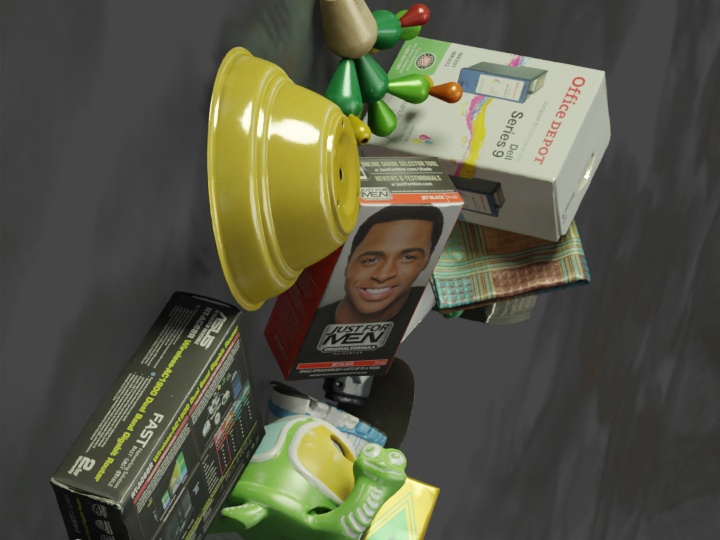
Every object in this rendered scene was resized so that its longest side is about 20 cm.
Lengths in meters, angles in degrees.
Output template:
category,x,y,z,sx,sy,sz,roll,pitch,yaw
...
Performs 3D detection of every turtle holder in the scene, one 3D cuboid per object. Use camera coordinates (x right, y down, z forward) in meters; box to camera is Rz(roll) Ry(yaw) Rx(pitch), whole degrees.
category,x,y,z,sx,sy,sz,roll,pitch,yaw
turtle holder,-0.057,0.182,1.653,0.132,0.140,0.186,-63,-176,-35

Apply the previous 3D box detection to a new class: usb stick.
category,x,y,z,sx,sy,sz,roll,pitch,yaw
usb stick,0.008,0.026,1.906,0.055,0.032,0.202,14,91,-49

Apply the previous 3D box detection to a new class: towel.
category,x,y,z,sx,sy,sz,roll,pitch,yaw
towel,0.121,-0.057,1.875,0.022,0.145,0.201,78,0,-54

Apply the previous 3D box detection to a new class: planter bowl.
category,x,y,z,sx,sy,sz,roll,pitch,yaw
planter bowl,-0.049,-0.071,1.545,0.200,0.083,0.202,-2,90,-77

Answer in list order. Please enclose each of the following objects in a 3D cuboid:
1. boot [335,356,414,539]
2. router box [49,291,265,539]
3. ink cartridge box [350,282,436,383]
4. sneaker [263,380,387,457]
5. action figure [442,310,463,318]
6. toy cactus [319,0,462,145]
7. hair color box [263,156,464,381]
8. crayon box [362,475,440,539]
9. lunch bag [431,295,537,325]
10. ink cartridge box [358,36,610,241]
category,x,y,z,sx,sy,sz,roll,pitch,yaw
boot,0.000,0.176,1.965,0.075,0.073,0.201,-21,131,-84
router box,-0.148,0.139,1.529,0.151,0.062,0.201,83,29,-46
ink cartridge box,-0.002,-0.002,1.799,0.109,0.050,0.201,-46,144,-21
sneaker,-0.044,0.158,1.829,0.200,0.075,0.087,28,84,-62
action figure,0.092,-0.041,1.927,0.055,0.117,0.201,122,-21,-51
toy cactus,0.007,-0.170,1.717,0.200,0.102,0.166,-53,142,-29
hair color box,0.000,0.000,1.682,0.101,0.061,0.201,-3,134,-28
crayon box,0.015,0.313,2.013,0.200,0.058,0.173,103,10,-66
lunch bag,0.138,-0.034,2.103,0.200,0.117,0.165,4,99,-65
ink cartridge box,0.112,-0.122,1.850,0.088,0.199,0.146,79,33,-50
